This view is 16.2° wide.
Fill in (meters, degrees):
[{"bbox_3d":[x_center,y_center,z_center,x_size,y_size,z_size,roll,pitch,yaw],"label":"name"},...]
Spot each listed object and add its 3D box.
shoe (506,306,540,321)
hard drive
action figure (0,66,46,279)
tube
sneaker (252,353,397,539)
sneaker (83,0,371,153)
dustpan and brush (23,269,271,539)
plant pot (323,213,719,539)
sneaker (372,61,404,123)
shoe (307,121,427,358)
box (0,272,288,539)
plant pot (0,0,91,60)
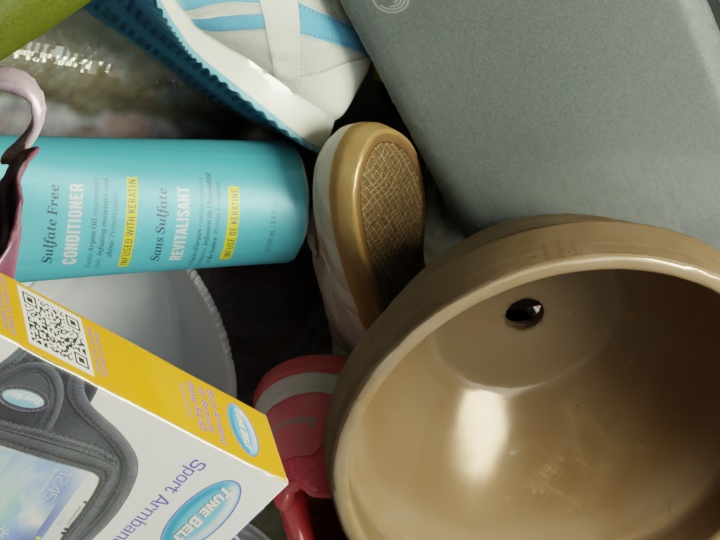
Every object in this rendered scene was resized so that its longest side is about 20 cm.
[{"bbox_3d":[0.087,0.105,1.181,0.071,0.201,0.091,-16,152,7],"label":"shoe"},{"bbox_3d":[0.089,-0.071,1.048,0.138,0.033,0.201,-12,134,20],"label":"hard drive"},{"bbox_3d":[-0.153,0.036,0.991,0.200,0.133,0.150,54,39,-54],"label":"action figure"},{"bbox_3d":[-0.121,-0.025,1.026,0.198,0.050,0.078,-3,111,-24],"label":"tube"},{"bbox_3d":[0.004,0.135,1.134,0.073,0.087,0.201,-20,123,19],"label":"sneaker"},{"bbox_3d":[-0.061,-0.123,1.011,0.081,0.076,0.200,-60,143,-5],"label":"sneaker"},{"bbox_3d":[-0.091,0.080,1.107,0.140,0.057,0.200,-47,136,-8],"label":"dustpan and brush"},{"bbox_3d":[0.077,0.045,1.064,0.199,0.093,0.202,-7,130,-8],"label":"plant pot"},{"bbox_3d":[0.086,-0.063,1.153,0.200,0.074,0.083,50,54,-39],"label":"sneaker"},{"bbox_3d":[0.000,0.000,1.107,0.200,0.053,0.070,72,32,-58],"label":"shoe"},{"bbox_3d":[-0.119,0.069,0.844,0.199,0.042,0.119,31,114,-34],"label":"box"},{"bbox_3d":[-0.154,-0.146,0.846,0.193,0.201,0.200,-44,136,7],"label":"plant pot"}]
